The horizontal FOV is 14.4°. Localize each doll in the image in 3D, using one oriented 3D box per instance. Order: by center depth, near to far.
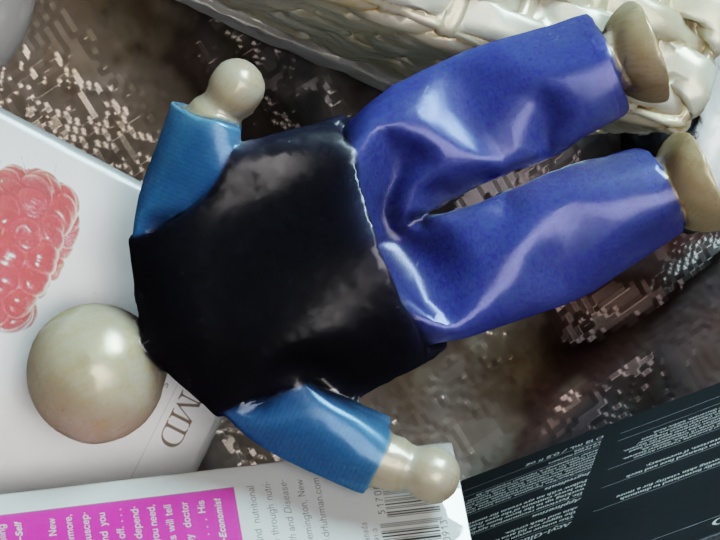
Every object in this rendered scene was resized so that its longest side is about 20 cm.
[{"bbox_3d":[0.000,0.000,0.800,0.199,0.048,0.137,-22,93,1],"label":"doll"}]

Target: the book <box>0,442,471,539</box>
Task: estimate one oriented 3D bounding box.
[{"bbox_3d":[-0.062,0.121,0.784,0.199,0.048,0.134,-5,62,-8],"label":"book"}]

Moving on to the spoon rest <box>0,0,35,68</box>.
[{"bbox_3d":[-0.163,-0.121,0.843,0.060,0.200,0.100,-22,63,22],"label":"spoon rest"}]

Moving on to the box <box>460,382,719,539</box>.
[{"bbox_3d":[0.084,0.103,0.884,0.199,0.141,0.079,-22,99,20],"label":"box"}]

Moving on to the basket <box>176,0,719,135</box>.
[{"bbox_3d":[0.028,-0.161,0.887,0.199,0.161,0.199,22,88,-14],"label":"basket"}]

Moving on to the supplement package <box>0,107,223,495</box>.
[{"bbox_3d":[-0.142,0.003,0.869,0.199,0.120,0.122,27,85,-15],"label":"supplement package"}]

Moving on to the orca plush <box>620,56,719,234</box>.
[{"bbox_3d":[0.128,-0.112,0.964,0.071,0.105,0.201,25,89,16],"label":"orca plush"}]
